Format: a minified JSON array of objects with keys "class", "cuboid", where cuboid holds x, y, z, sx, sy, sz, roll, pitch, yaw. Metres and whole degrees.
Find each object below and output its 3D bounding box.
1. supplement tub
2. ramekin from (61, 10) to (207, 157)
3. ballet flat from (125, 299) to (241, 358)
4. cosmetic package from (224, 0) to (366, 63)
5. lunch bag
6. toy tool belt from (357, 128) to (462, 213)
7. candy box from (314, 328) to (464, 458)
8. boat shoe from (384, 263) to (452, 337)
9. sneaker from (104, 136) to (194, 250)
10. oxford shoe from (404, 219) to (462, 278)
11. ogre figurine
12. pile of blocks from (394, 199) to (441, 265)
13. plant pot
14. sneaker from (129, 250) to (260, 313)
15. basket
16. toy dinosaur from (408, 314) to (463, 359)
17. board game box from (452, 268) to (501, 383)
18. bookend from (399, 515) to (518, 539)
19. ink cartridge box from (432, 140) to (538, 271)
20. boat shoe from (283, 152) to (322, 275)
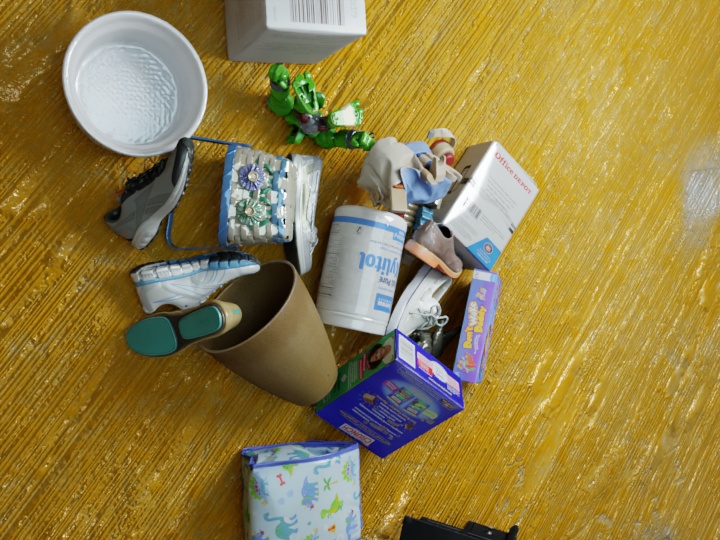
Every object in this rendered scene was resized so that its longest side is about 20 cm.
[{"class":"supplement tub","cuboid":[0.000,0.000,1.184,0.131,0.132,0.203,13,85,-27]},{"class":"ramekin","cuboid":[-0.334,-0.264,1.017,0.198,0.097,0.203,-1,93,-28]},{"class":"ballet flat","cuboid":[-0.263,0.089,1.045,0.063,0.198,0.070,-11,89,-64]},{"class":"cosmetic package","cuboid":[-0.108,-0.426,1.073,0.163,0.199,0.167,-6,95,-27]},{"class":"lunch bag","cuboid":[-0.094,0.377,1.150,0.197,0.127,0.173,-2,92,-18]},{"class":"toy tool belt","cuboid":[0.102,-0.153,1.163,0.198,0.126,0.123,-16,56,-32]},{"class":"candy box","cuboid":[0.048,0.214,1.183,0.169,0.199,0.077,38,31,-24]},{"class":"boat shoe","cuboid":[0.116,0.069,1.235,0.202,0.085,0.075,-50,158,-46]},{"class":"sneaker","cuboid":[-0.303,-0.114,1.002,0.079,0.074,0.200,30,120,-25]},{"class":"oxford shoe","cuboid":[0.150,-0.038,1.241,0.073,0.071,0.200,-58,154,6]},{"class":"ogre figurine","cuboid":[-0.080,-0.256,1.139,0.198,0.119,0.099,12,82,-29]},{"class":"pile of blocks","cuboid":[0.096,-0.114,1.257,0.062,0.082,0.203,18,84,-27]},{"class":"plant pot","cuboid":[-0.127,0.121,1.109,0.187,0.186,0.201,-47,123,-18]},{"class":"sneaker","cuboid":[-0.253,0.022,1.090,0.197,0.075,0.088,-10,104,-16]},{"class":"basket","cuboid":[-0.200,-0.118,1.080,0.197,0.139,0.179,2,90,7]},{"class":"toy dinosaur","cuboid":[0.117,0.138,1.293,0.199,0.076,0.104,-24,123,-41]},{"class":"board game box","cuboid":[0.221,0.107,1.306,0.044,0.134,0.203,11,85,16]},{"class":"bookend","cuboid":[0.188,0.518,1.309,0.200,0.196,0.093,26,76,-71]},{"class":"ink cartridge box","cuboid":[0.228,-0.122,1.326,0.146,0.084,0.201,41,73,-23]},{"class":"boat shoe","cuboid":[-0.093,-0.094,1.165,0.064,0.074,0.205,-1,85,-23]}]
